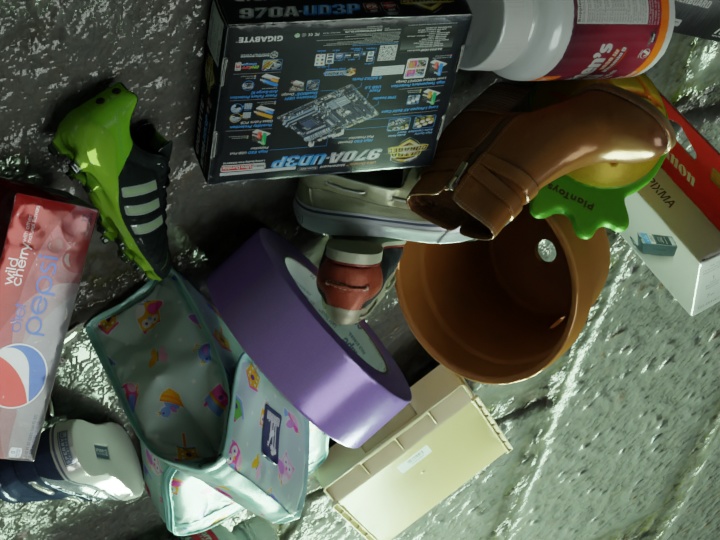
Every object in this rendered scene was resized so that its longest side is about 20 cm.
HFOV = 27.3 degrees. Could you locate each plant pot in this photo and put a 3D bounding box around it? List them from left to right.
[{"bbox_3d":[0.151,-0.005,1.431,0.140,0.200,0.201,-21,148,-51],"label":"plant pot"}]

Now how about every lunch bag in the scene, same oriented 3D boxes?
[{"bbox_3d":[-0.129,0.120,1.293,0.122,0.200,0.170,-37,147,1],"label":"lunch bag"},{"bbox_3d":[-0.118,0.178,1.489,0.199,0.077,0.161,-23,145,-22],"label":"lunch bag"}]

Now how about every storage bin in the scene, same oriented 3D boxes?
[{"bbox_3d":[0.047,0.193,1.653,0.200,0.094,0.199,-36,147,-1],"label":"storage bin"}]

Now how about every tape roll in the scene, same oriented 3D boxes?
[{"bbox_3d":[-0.043,0.058,1.297,0.066,0.200,0.200,-41,147,8],"label":"tape roll"}]

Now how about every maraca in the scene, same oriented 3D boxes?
[{"bbox_3d":[0.209,-0.116,1.348,0.107,0.136,0.201,105,8,-58],"label":"maraca"}]

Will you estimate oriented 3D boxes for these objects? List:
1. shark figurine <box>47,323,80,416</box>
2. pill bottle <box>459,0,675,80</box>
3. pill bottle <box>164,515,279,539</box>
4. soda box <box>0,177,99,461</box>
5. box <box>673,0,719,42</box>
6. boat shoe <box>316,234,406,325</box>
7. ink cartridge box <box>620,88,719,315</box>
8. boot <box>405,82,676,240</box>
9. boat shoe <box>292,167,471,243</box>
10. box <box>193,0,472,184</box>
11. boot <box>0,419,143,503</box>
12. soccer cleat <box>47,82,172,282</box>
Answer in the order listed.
[{"bbox_3d":[-0.287,0.084,1.206,0.128,0.090,0.215,-36,149,-4],"label":"shark figurine"},{"bbox_3d":[0.160,-0.214,1.236,0.199,0.110,0.110,-8,137,-38],"label":"pill bottle"},{"bbox_3d":[-0.183,0.339,1.597,0.199,0.111,0.111,-19,144,-26],"label":"pill bottle"},{"bbox_3d":[-0.261,0.037,1.107,0.070,0.063,0.201,11,97,-35],"label":"soda box"},{"bbox_3d":[0.326,-0.292,1.354,0.199,0.048,0.159,1,132,-45],"label":"box"},{"bbox_3d":[0.000,0.000,1.315,0.200,0.071,0.063,-55,150,-79],"label":"boat shoe"},{"bbox_3d":[0.286,-0.082,1.437,0.045,0.200,0.177,-26,146,-14],"label":"ink cartridge box"},{"bbox_3d":[0.148,-0.084,1.234,0.155,0.199,0.074,-51,133,-32],"label":"boot"},{"bbox_3d":[0.041,-0.067,1.299,0.198,0.072,0.062,-2,131,-10],"label":"boat shoe"},{"bbox_3d":[-0.024,-0.146,1.164,0.199,0.046,0.160,-7,138,-19],"label":"box"},{"bbox_3d":[-0.269,0.179,1.357,0.090,0.073,0.200,-17,161,6],"label":"boot"},{"bbox_3d":[-0.174,-0.062,1.153,0.081,0.067,0.200,-42,149,-16],"label":"soccer cleat"}]
